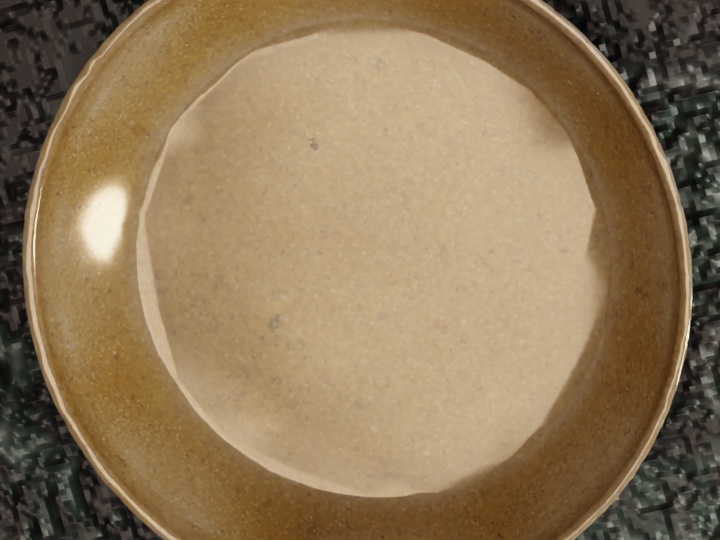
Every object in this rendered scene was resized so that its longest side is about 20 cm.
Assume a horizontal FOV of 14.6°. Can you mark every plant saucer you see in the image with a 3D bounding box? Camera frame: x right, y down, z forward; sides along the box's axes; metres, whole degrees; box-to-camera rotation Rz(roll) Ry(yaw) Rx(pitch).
[{"bbox_3d":[0.000,0.000,0.830,0.200,0.035,0.201,2,102,12],"label":"plant saucer"}]
